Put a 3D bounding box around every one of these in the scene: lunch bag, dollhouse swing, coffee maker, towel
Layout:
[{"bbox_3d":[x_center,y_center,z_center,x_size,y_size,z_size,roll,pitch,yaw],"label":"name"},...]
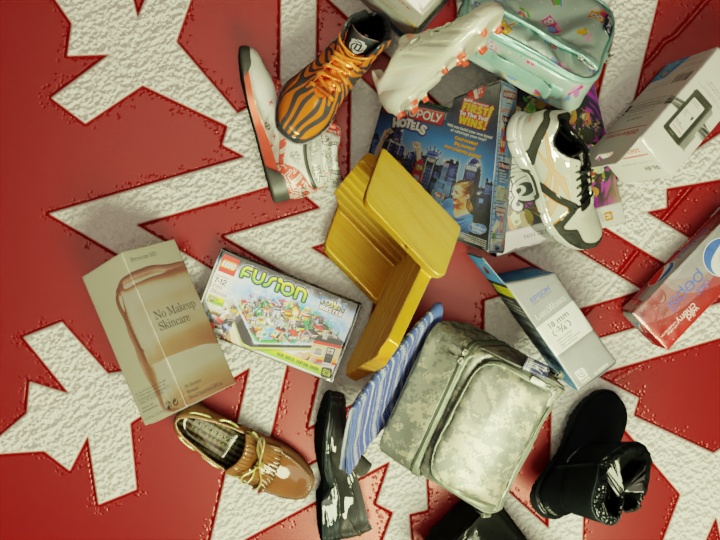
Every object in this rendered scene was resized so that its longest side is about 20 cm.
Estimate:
[{"bbox_3d":[0.217,-0.294,1.234,0.198,0.077,0.161,27,53,-1],"label":"lunch bag"},{"bbox_3d":[0.000,0.000,1.193,0.182,0.200,0.176,45,69,-2],"label":"dollhouse swing"},{"bbox_3d":[0.143,0.178,1.230,0.167,0.139,0.202,29,98,27],"label":"lunch bag"},{"bbox_3d":[0.194,0.388,1.280,0.192,0.135,0.200,-41,94,-1],"label":"coffee maker"},{"bbox_3d":[0.041,0.143,1.219,0.024,0.146,0.200,28,51,18],"label":"towel"}]

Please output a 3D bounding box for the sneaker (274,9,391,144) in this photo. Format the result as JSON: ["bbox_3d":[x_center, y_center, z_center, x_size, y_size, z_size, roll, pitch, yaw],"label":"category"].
[{"bbox_3d":[-0.032,-0.248,1.212,0.077,0.112,0.201,35,64,-8],"label":"sneaker"}]

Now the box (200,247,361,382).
[{"bbox_3d":[-0.109,0.058,1.300,0.198,0.035,0.111,21,92,-3],"label":"box"}]

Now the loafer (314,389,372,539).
[{"bbox_3d":[-0.021,0.253,1.302,0.071,0.073,0.203,-2,103,-10],"label":"loafer"}]

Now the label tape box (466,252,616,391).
[{"bbox_3d":[0.225,0.044,1.256,0.063,0.144,0.201,-36,94,0],"label":"label tape box"}]

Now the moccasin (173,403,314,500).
[{"bbox_3d":[-0.150,0.235,1.287,0.200,0.078,0.074,35,91,-3],"label":"moccasin"}]

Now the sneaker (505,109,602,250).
[{"bbox_3d":[0.253,-0.109,1.222,0.074,0.079,0.201,-51,118,-35],"label":"sneaker"}]

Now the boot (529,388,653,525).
[{"bbox_3d":[0.308,0.228,1.233,0.076,0.168,0.201,43,67,-7],"label":"boot"}]

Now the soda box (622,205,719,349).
[{"bbox_3d":[0.437,0.007,1.302,0.070,0.063,0.200,44,91,-3],"label":"soda box"}]

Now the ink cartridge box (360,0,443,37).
[{"bbox_3d":[0.060,-0.389,1.199,0.147,0.200,0.145,42,91,-4],"label":"ink cartridge box"}]

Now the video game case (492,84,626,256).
[{"bbox_3d":[0.236,-0.137,1.301,0.179,0.036,0.203,-14,93,-2],"label":"video game case"}]

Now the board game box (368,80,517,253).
[{"bbox_3d":[0.113,-0.149,1.254,0.198,0.061,0.202,22,99,26],"label":"board game box"}]

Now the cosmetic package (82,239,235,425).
[{"bbox_3d":[-0.249,0.075,1.240,0.087,0.103,0.202,-26,88,34],"label":"cosmetic package"}]

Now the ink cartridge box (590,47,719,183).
[{"bbox_3d":[0.373,-0.176,1.243,0.068,0.116,0.200,45,79,-11],"label":"ink cartridge box"}]

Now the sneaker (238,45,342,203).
[{"bbox_3d":[-0.086,-0.196,1.274,0.107,0.067,0.204,-15,93,-6],"label":"sneaker"}]

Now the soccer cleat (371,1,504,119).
[{"bbox_3d":[0.085,-0.260,1.179,0.200,0.069,0.078,-38,81,39],"label":"soccer cleat"}]
